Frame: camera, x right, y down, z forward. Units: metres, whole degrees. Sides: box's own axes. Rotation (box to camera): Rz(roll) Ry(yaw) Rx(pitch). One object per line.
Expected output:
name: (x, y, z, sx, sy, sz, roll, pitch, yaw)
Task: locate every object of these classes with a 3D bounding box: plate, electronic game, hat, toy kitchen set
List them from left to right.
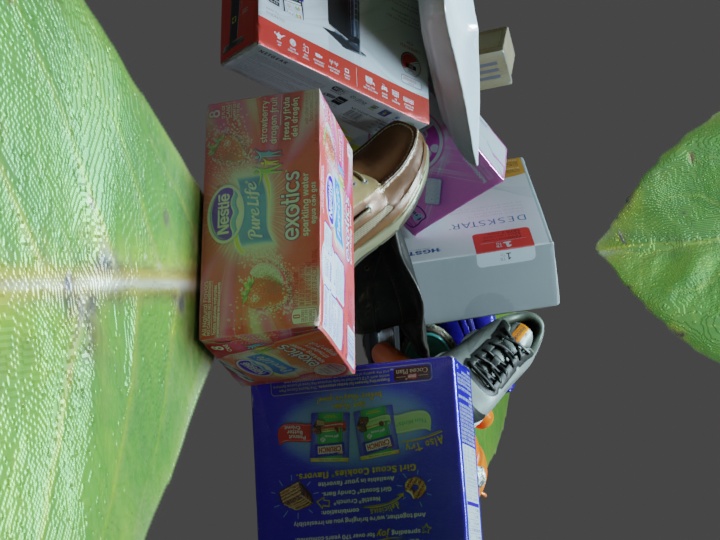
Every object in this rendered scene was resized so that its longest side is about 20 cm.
hat: (0.000, 0.000, 1.385, 0.201, 0.081, 0.201, 162, -90, -85)
electronic game: (0.022, 0.070, 1.565, 0.200, 0.041, 0.201, -4, 90, -86)
toy kitchen set: (0.102, -0.147, 1.718, 0.163, 0.180, 0.200, -73, 149, -59)
plate: (0.081, -0.230, 1.348, 0.200, 0.032, 0.200, 73, 15, -48)

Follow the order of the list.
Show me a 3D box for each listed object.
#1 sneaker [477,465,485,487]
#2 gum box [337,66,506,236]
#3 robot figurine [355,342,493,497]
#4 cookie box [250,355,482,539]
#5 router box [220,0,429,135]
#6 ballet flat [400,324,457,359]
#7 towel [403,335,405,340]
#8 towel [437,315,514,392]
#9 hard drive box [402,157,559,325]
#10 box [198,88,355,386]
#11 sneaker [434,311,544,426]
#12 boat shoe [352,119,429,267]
sneaker: (0.039, 0.154, 1.319, 0.200, 0.088, 0.077, 45, -44, 42)
gum box: (0.038, -0.145, 1.430, 0.200, 0.113, 0.066, 48, 28, -22)
robot figurine: (0.051, 0.169, 1.440, 0.200, 0.116, 0.144, 62, 38, -24)
cookie box: (0.006, 0.178, 1.149, 0.075, 0.171, 0.201, 34, 51, -69)
router box: (-0.029, -0.226, 1.262, 0.200, 0.049, 0.180, 20, 59, -40)
ballet flat: (0.082, 0.124, 1.522, 0.075, 0.068, 0.200, -67, 151, -55)
towel: (0.065, 0.144, 1.669, 0.193, 0.034, 0.201, 176, -94, -84)
towel: (0.099, 0.049, 1.697, 0.148, 0.049, 0.201, -5, -77, 59)
hard drive box: (0.112, -0.032, 1.528, 0.200, 0.155, 0.077, -98, 179, -60)
box: (-0.061, -0.024, 1.119, 0.103, 0.094, 0.201, 59, 27, -62)
sneaker: (0.120, 0.086, 1.398, 0.074, 0.079, 0.200, 49, 29, 1)
boat shoe: (-0.017, -0.051, 1.221, 0.200, 0.076, 0.074, -53, 138, -20)
